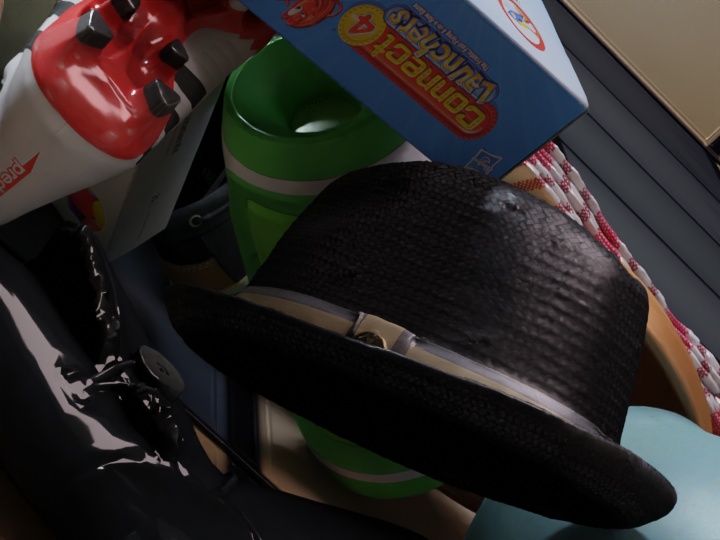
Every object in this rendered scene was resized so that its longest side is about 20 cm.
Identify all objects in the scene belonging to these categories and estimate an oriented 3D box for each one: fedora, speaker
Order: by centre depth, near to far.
[{"bbox_3d":[0.033,0.018,0.997,0.200,0.092,0.201,24,-11,5],"label":"fedora"},{"bbox_3d":[0.000,0.000,1.124,0.089,0.088,0.200,-119,-169,-47],"label":"speaker"}]

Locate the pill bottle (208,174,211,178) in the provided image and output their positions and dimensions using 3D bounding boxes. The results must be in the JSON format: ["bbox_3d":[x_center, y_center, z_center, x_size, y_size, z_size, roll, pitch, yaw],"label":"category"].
[{"bbox_3d":[-0.108,-0.133,1.261,0.200,0.112,0.112,42,13,-35],"label":"pill bottle"}]

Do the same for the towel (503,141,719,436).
[{"bbox_3d":[0.073,0.012,1.235,0.200,0.146,0.030,52,52,-17],"label":"towel"}]

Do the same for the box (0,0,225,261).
[{"bbox_3d":[-0.136,-0.121,1.111,0.200,0.041,0.156,51,-31,15],"label":"box"}]

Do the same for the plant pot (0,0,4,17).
[{"bbox_3d":[-0.176,-0.107,0.862,0.201,0.093,0.201,36,43,-42],"label":"plant pot"}]

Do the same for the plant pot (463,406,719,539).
[{"bbox_3d":[0.136,0.152,1.075,0.200,0.200,0.188,36,5,-39],"label":"plant pot"}]

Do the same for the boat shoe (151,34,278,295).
[{"bbox_3d":[-0.031,-0.079,1.209,0.074,0.200,0.062,15,-25,44],"label":"boat shoe"}]

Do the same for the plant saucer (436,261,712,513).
[{"bbox_3d":[0.068,0.038,1.210,0.200,0.200,0.037,45,55,-9],"label":"plant saucer"}]

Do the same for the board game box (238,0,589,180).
[{"bbox_3d":[-0.019,-0.152,1.013,0.200,0.056,0.196,38,23,-37],"label":"board game box"}]

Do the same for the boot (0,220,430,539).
[{"bbox_3d":[-0.056,0.063,0.941,0.168,0.076,0.200,57,21,22],"label":"boot"}]

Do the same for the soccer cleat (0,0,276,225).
[{"bbox_3d":[-0.082,-0.075,0.960,0.069,0.085,0.200,48,26,-10],"label":"soccer cleat"}]
